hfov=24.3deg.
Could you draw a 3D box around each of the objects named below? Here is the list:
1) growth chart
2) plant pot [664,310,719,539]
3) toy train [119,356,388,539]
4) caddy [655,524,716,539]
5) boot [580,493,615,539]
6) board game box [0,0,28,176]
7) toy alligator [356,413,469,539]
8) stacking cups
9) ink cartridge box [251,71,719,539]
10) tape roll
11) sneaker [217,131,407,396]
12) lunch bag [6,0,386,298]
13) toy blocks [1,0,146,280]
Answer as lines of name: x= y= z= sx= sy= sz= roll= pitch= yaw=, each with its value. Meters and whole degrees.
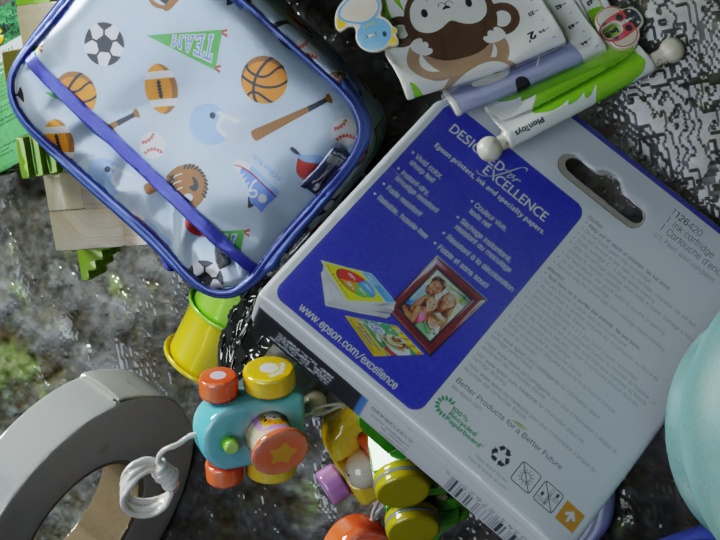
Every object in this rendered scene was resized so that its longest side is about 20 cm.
growth chart: x=0.057 y=-0.152 z=0.891 sx=0.144 sy=0.018 sz=0.201 roll=-33 pitch=75 yaw=-11
plant pot: x=0.227 y=0.074 z=0.780 sx=0.134 sy=0.199 sz=0.203 roll=-10 pitch=94 yaw=63
toy train: x=-0.034 y=0.138 z=0.976 sx=0.151 sy=0.199 sz=0.056 roll=-55 pitch=34 yaw=6
caddy: x=0.170 y=0.214 z=0.881 sx=0.199 sy=0.105 sz=0.143 roll=-28 pitch=84 yaw=35
boot: x=0.073 y=0.068 z=0.926 sx=0.073 sy=0.095 sz=0.202 roll=-22 pitch=87 yaw=36
board game box: x=-0.192 y=-0.143 z=1.113 sx=0.199 sy=0.023 sz=0.106 roll=-19 pitch=91 yaw=35
toy alligator: x=0.038 y=0.122 z=0.928 sx=0.054 sy=0.201 sz=0.060 roll=-11 pitch=49 yaw=3
stacking cups: x=-0.057 y=-0.024 z=1.030 sx=0.060 sy=0.060 sz=0.201 roll=36 pitch=112 yaw=24
ink cartridge box: x=0.080 y=0.015 z=0.859 sx=0.197 sy=0.200 sz=0.047 roll=39 pitch=153 yaw=8
tape roll: x=-0.187 y=0.156 z=1.061 sx=0.037 sy=0.202 sz=0.204 roll=32 pitch=116 yaw=25
sneaker: x=0.000 y=0.000 z=0.987 sx=0.200 sy=0.079 sz=0.074 roll=-49 pitch=34 yaw=18
lunch bag: x=-0.092 y=-0.086 z=0.943 sx=0.200 sy=0.076 sz=0.160 roll=44 pitch=104 yaw=1
toy blocks: x=-0.128 y=-0.095 z=1.023 sx=0.135 sy=0.100 sz=0.202 roll=-3 pitch=102 yaw=20
